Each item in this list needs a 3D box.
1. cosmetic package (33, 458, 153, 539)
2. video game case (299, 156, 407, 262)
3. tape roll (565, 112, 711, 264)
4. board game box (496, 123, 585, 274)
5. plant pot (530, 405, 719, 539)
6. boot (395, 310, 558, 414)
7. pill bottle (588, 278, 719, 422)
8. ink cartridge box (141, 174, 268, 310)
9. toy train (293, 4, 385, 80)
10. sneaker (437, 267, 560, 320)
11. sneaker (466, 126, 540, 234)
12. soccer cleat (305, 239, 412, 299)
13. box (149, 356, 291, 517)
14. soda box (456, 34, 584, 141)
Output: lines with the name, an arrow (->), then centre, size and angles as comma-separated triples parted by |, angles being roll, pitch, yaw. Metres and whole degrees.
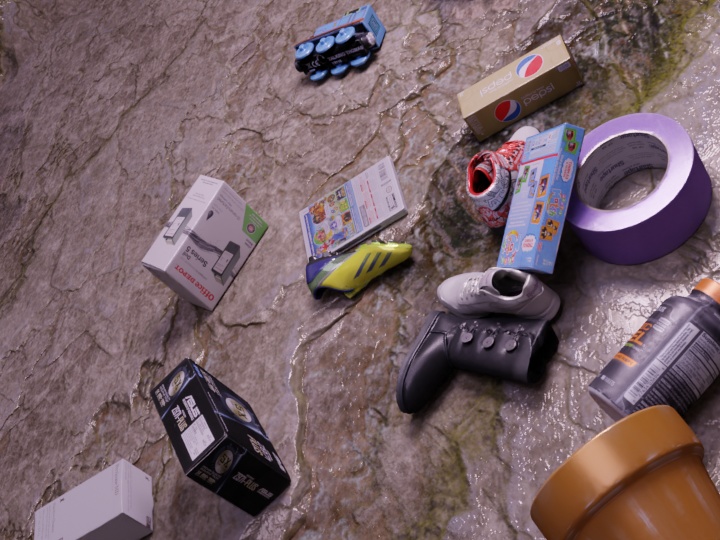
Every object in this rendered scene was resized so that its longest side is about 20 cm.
cosmetic package -> -0.440, 0.413, 1.627 | 0.199, 0.081, 0.113 | -34, 40, 14
video game case -> -0.016, -0.102, 1.739 | 0.199, 0.018, 0.144 | -30, 44, 16
tape roll -> 0.378, -0.115, 1.375 | 0.198, 0.085, 0.202 | -22, 46, 24
board game box -> 0.252, -0.096, 1.395 | 0.151, 0.036, 0.202 | -179, 103, -79
plant pot -> 0.313, 0.279, 1.048 | 0.200, 0.200, 0.184 | -40, 56, 6
boot -> 0.160, 0.137, 1.375 | 0.198, 0.066, 0.166 | 7, 64, 37
pill bottle -> 0.376, 0.104, 1.185 | 0.200, 0.106, 0.106 | -47, 41, -3
ink cartridge box -> -0.285, -0.050, 1.821 | 0.084, 0.146, 0.201 | 17, 70, 44
toy train -> -0.046, -0.459, 2.005 | 0.198, 0.087, 0.115 | -12, 42, 35
sneaker -> 0.186, 0.022, 1.412 | 0.199, 0.100, 0.076 | 3, 61, 42
sneaker -> 0.224, -0.166, 1.524 | 0.067, 0.108, 0.203 | 1, 58, 39
soccer cleat -> 0.000, 0.000, 1.626 | 0.198, 0.065, 0.085 | -13, 80, 26
box -> -0.215, 0.253, 1.508 | 0.086, 0.164, 0.200 | -43, 40, 2
soda box -> 0.262, -0.300, 1.634 | 0.199, 0.064, 0.068 | -27, 44, 19
